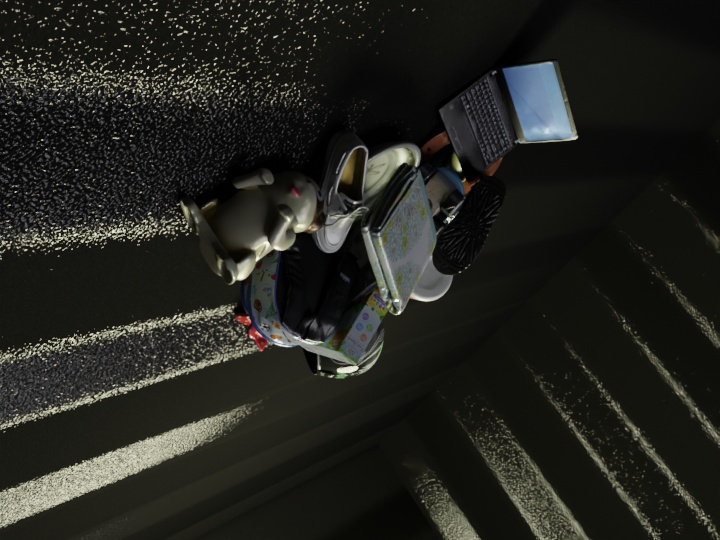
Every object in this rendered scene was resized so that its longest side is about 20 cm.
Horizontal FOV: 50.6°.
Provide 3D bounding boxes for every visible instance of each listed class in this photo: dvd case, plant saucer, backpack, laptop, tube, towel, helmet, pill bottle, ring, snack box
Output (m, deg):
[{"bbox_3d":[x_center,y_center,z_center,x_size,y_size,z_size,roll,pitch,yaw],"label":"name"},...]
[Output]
[{"bbox_3d":[-0.025,-0.006,1.392,0.016,0.202,0.148,35,120,-29],"label":"dvd case"},{"bbox_3d":[0.014,-0.164,1.332,0.198,0.051,0.201,-32,159,-14],"label":"plant saucer"},{"bbox_3d":[-0.117,0.031,1.295,0.153,0.194,0.199,-20,145,39],"label":"backpack"},{"bbox_3d":[0.267,-0.262,1.365,0.199,0.103,0.178,-37,130,-6],"label":"laptop"},{"bbox_3d":[0.214,-0.254,1.494,0.201,0.051,0.059,109,-4,-53],"label":"tube"},{"bbox_3d":[0.067,-0.055,1.285,0.172,0.047,0.202,-57,143,-34],"label":"towel"},{"bbox_3d":[-0.035,0.148,1.780,0.187,0.203,0.201,-11,153,-18],"label":"helmet"},{"bbox_3d":[0.106,0.000,1.578,0.111,0.114,0.200,-32,-169,-12],"label":"pill bottle"},{"bbox_3d":[0.184,-0.212,1.478,0.197,0.019,0.202,-13,145,-9],"label":"ring"},{"bbox_3d":[-0.036,0.087,1.390,0.199,0.053,0.144,3,-120,61],"label":"snack box"}]

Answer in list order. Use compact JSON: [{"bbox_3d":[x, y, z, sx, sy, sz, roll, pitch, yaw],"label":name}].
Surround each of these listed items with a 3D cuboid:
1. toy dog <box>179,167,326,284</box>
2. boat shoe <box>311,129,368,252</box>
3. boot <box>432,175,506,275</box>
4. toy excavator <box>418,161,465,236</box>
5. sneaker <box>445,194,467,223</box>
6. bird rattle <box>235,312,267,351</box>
[{"bbox_3d":[-0.142,-0.072,1.141,0.198,0.140,0.195,-33,161,-16],"label":"toy dog"},{"bbox_3d":[-0.022,-0.110,1.201,0.073,0.086,0.205,-1,118,-33],"label":"boat shoe"},{"bbox_3d":[0.210,-0.085,1.469,0.213,0.079,0.158,-55,179,3],"label":"boot"},{"bbox_3d":[0.136,-0.118,1.475,0.195,0.100,0.200,-53,171,27],"label":"toy excavator"},{"bbox_3d":[0.203,-0.140,1.653,0.200,0.096,0.079,-43,160,15],"label":"sneaker"},{"bbox_3d":[-0.154,0.060,1.517,0.196,0.114,0.165,-7,132,-7],"label":"bird rattle"}]
